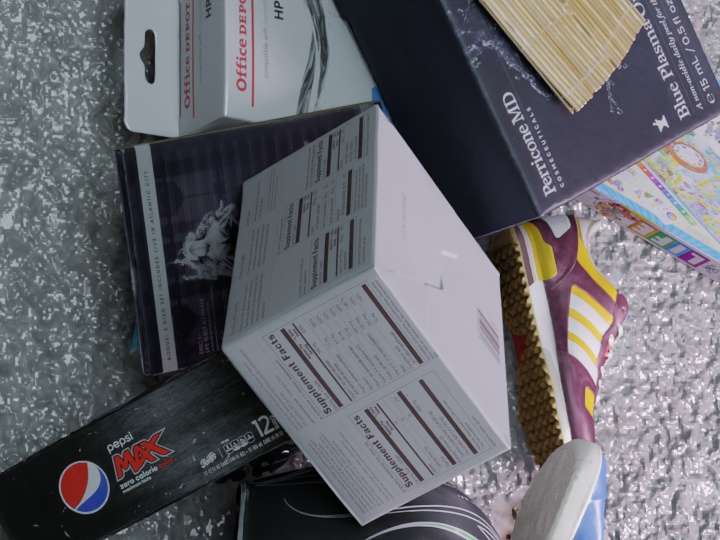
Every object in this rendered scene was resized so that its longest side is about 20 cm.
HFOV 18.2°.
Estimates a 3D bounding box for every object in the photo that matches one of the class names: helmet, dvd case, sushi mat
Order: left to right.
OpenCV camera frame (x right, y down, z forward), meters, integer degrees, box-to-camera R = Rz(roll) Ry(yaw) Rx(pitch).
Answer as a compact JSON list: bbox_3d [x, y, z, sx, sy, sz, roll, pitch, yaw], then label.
[{"bbox_3d":[-0.064,-0.024,1.491,0.199,0.016,0.150,-13,102,-31],"label":"dvd case"},{"bbox_3d":[0.008,0.215,1.456,0.189,0.200,0.202,6,75,-3],"label":"helmet"},{"bbox_3d":[0.104,-0.205,1.477,0.200,0.012,0.096,49,58,-14],"label":"sushi mat"}]

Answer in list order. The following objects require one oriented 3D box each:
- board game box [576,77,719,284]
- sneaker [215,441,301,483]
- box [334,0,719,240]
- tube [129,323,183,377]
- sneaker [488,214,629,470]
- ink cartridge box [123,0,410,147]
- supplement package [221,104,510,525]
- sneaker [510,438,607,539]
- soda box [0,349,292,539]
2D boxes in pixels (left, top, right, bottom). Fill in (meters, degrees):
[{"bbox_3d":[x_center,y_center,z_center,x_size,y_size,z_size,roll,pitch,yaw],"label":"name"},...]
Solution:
[{"bbox_3d":[0.245,-0.083,1.696,0.199,0.034,0.135,30,69,-13],"label":"board game box"},{"bbox_3d":[-0.061,0.088,1.521,0.199,0.078,0.087,-5,65,-28],"label":"sneaker"},{"bbox_3d":[0.119,-0.150,1.554,0.199,0.117,0.198,-29,96,-32],"label":"box"},{"bbox_3d":[-0.108,-0.027,1.534,0.077,0.050,0.201,29,63,-30],"label":"tube"},{"bbox_3d":[0.157,0.057,1.606,0.089,0.075,0.202,-9,82,-18],"label":"sneaker"},{"bbox_3d":[-0.060,-0.142,1.543,0.199,0.067,0.117,7,74,-34],"label":"ink cartridge box"},{"bbox_3d":[0.006,0.025,1.401,0.156,0.110,0.200,53,20,-25],"label":"supplement package"},{"bbox_3d":[0.157,0.222,1.549,0.110,0.077,0.201,17,91,-16],"label":"sneaker"},{"bbox_3d":[-0.135,0.115,1.420,0.199,0.063,0.071,-28,89,13],"label":"soda box"}]
